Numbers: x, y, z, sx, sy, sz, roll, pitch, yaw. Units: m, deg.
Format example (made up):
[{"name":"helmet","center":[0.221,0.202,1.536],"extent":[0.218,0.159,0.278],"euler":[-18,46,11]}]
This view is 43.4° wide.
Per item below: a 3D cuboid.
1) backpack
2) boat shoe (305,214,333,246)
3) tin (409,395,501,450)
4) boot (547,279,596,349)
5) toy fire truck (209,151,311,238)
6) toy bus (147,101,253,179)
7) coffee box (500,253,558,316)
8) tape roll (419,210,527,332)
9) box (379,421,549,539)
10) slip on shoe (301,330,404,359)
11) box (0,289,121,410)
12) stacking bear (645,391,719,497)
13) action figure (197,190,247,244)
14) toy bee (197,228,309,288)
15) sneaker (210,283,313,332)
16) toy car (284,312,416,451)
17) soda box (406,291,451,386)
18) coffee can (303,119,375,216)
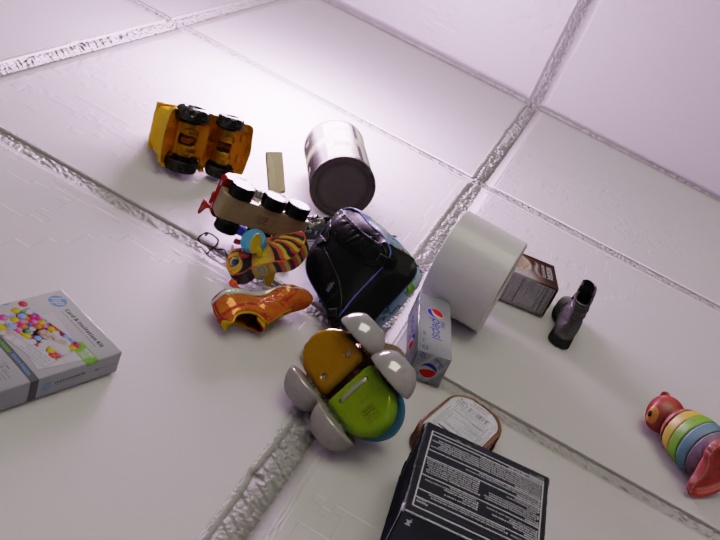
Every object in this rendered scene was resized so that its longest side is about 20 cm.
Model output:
[{"name":"backpack","center":[0.000,0.000,1.653],"extent":[0.147,0.183,0.200],"euler":[31,14,-42]},{"name":"boat shoe","center":[-0.090,-0.087,1.847],"extent":[0.199,0.057,0.069],"euler":[1,36,-37]},{"name":"tin","center":[0.157,0.265,1.470],"extent":[0.112,0.042,0.200],"euler":[31,29,21]},{"name":"boot","center":[0.464,0.073,1.932],"extent":[0.069,0.132,0.200],"euler":[25,28,3]},{"name":"toy fire truck","center":[-0.193,-0.148,1.721],"extent":[0.175,0.129,0.200],"euler":[17,21,-25]},{"name":"toy bus","center":[-0.354,-0.287,1.927],"extent":[0.199,0.137,0.192],"euler":[6,17,-35]},{"name":"coffee box","center":[0.324,0.009,1.985],"extent":[0.198,0.080,0.115],"euler":[22,29,-6]},{"name":"tape roll","center":[0.222,0.001,1.792],"extent":[0.138,0.204,0.203],"euler":[29,28,10]},{"name":"box","center":[0.140,0.343,1.231],"extent":[0.199,0.124,0.199],"euler":[24,27,3]},{"name":"slip on shoe","center":[-0.004,0.133,1.538],"extent":[0.198,0.061,0.076],"euler":[7,33,-29]},{"name":"box","center":[-0.457,0.106,1.252],"extent":[0.156,0.041,0.199],"euler":[39,30,24]},{"name":"stacking bear","center":[0.606,0.308,1.682],"extent":[0.113,0.122,0.200],"euler":[6,26,-27]},{"name":"action figure","center":[-0.216,-0.075,1.739],"extent":[0.199,0.052,0.065],"euler":[33,34,5]},{"name":"toy bee","center":[-0.191,-0.009,1.610],"extent":[0.131,0.199,0.110],"euler":[44,41,-45]},{"name":"sneaker","center":[-0.162,0.070,1.535],"extent":[0.199,0.073,0.078],"euler":[-8,63,-39]},{"name":"toy car","center":[-0.004,0.182,1.388],"extent":[0.200,0.175,0.150],"euler":[49,0,38]},{"name":"soda box","center":[0.125,0.122,1.655],"extent":[0.068,0.064,0.200],"euler":[19,28,-7]},{"name":"coffee can","center":[-0.049,-0.231,2.028],"extent":[0.145,0.147,0.201],"euler":[15,29,-17]}]
